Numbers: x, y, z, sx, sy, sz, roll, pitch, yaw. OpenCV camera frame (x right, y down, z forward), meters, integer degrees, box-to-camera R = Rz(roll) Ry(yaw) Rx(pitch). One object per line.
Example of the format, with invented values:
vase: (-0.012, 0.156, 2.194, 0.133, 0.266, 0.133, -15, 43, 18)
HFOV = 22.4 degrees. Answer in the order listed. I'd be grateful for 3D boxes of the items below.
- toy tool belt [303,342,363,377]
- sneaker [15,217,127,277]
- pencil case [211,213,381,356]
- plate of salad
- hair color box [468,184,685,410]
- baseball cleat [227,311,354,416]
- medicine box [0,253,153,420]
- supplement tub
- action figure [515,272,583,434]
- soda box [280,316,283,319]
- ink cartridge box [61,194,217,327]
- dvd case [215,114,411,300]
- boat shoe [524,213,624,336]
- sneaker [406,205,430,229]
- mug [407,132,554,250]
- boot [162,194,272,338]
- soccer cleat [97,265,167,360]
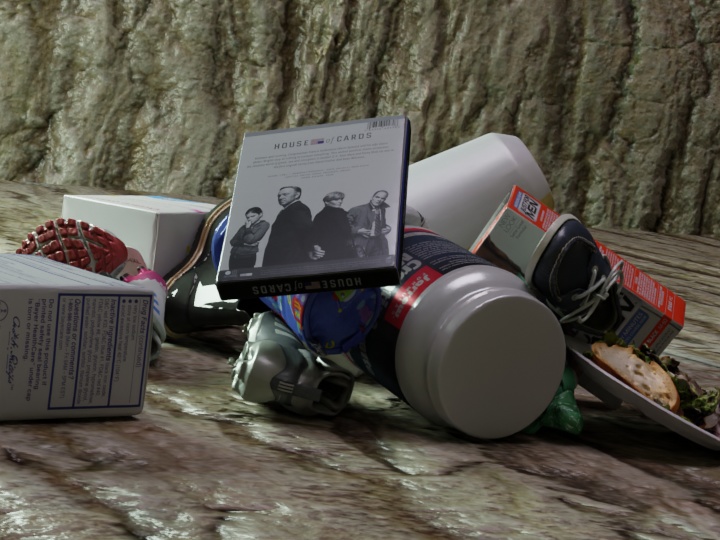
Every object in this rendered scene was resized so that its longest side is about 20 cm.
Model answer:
toy tool belt: (0.000, 0.000, 1.764, 0.124, 0.124, 0.200, 10, 39, 20)
sneaker: (-0.296, 0.002, 1.759, 0.199, 0.079, 0.082, -16, -15, 37)
pencil case: (-0.055, 0.009, 1.562, 0.078, 0.088, 0.200, -24, 29, -21)
plate of salad: (0.261, 0.099, 1.579, 0.199, 0.048, 0.200, 29, 6, -3)
hair color box: (0.193, 0.026, 1.708, 0.199, 0.111, 0.064, 34, 26, -2)
baseball cleat: (-0.060, 0.088, 1.555, 0.106, 0.070, 0.200, 20, 10, -4)
medicine box: (-0.291, 0.048, 1.410, 0.199, 0.104, 0.181, 2, 7, -39)
supplement tub: (0.071, 0.051, 1.553, 0.139, 0.142, 0.200, 3, 14, -29)
action figure: (0.144, 0.090, 1.597, 0.055, 0.118, 0.200, 34, 9, -29)
soda box: (-0.055, 0.028, 1.931, 0.071, 0.063, 0.200, 45, 12, 6)
ink cartridge box: (-0.224, -0.009, 1.903, 0.128, 0.127, 0.199, 10, 7, 30)
dvd case: (-0.035, -0.055, 1.517, 0.149, 0.025, 0.201, -5, 40, 10)
boat shoe: (0.187, 0.012, 1.558, 0.062, 0.075, 0.200, 39, -8, 22)
sneaker: (-0.016, -0.057, 1.661, 0.115, 0.075, 0.200, 37, 3, 34)
mug: (0.120, -0.050, 1.870, 0.152, 0.187, 0.150, -30, 38, -3)
boot: (-0.109, -0.006, 1.821, 0.138, 0.078, 0.201, -4, 42, 41)
soccer cleat: (-0.213, 0.048, 1.694, 0.087, 0.070, 0.200, 52, 8, 4)
